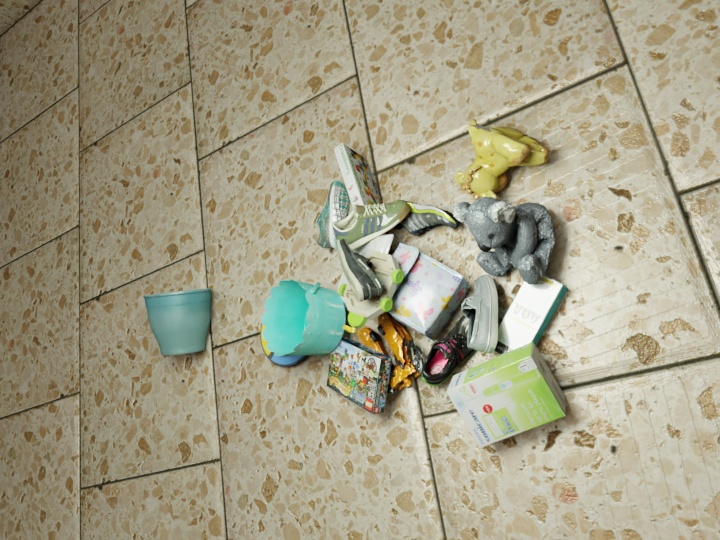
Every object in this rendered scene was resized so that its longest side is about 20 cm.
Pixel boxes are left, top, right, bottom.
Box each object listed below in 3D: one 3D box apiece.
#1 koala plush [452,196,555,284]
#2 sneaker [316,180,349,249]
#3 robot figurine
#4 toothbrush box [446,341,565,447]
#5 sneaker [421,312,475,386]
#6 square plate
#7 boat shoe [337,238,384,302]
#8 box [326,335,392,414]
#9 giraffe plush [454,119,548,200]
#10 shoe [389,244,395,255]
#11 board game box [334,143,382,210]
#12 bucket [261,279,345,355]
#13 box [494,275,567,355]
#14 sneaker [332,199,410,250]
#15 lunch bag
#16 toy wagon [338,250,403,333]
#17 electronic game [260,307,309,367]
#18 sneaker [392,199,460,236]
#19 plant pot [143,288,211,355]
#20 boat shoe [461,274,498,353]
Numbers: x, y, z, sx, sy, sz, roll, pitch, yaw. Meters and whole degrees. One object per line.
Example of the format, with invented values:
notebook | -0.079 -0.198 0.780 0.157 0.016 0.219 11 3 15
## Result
koala plush | 0.304 -0.095 1.267 0.177 0.200 0.184 14 79 60
sneaker | -0.086 -0.153 1.630 0.091 0.078 0.200 -5 74 35
robot figurine | 0.080 0.205 1.447 0.145 0.058 0.200 -41 60 19
toothbrush box | 0.309 0.264 1.240 0.200 0.086 0.146 -28 94 25
sneaker | 0.212 0.181 1.344 0.077 0.084 0.200 34 86 25
square plate | 0.000 0.000 1.485 0.198 0.028 0.200 3 72 65
boat shoe | -0.006 -0.006 1.348 0.068 0.072 0.200 -19 43 -9
box | -0.007 0.254 1.451 0.200 0.038 0.137 17 101 51
giraffe plush | 0.309 -0.243 1.360 0.173 0.200 0.162 -111 34 -57
shoe | 0.083 0.012 1.500 0.070 0.053 0.200 -15 74 8
board game box | 0.000 -0.231 1.559 0.035 0.126 0.200 -29 65 24
bucket | -0.144 0.124 1.496 0.207 0.135 0.207 -13 72 46
box | 0.370 0.105 1.292 0.082 0.049 0.200 31 96 34
sneaker | 0.019 -0.131 1.450 0.200 0.090 0.067 -32 32 12
lunch bag | 0.128 0.046 1.394 0.200 0.127 0.170 34 86 28
toy wagon | 0.016 0.053 1.362 0.155 0.040 0.200 16 83 44
electronic game | -0.203 0.171 1.644 0.200 0.042 0.200 -8 74 31
sneaker | 0.162 -0.123 1.473 0.200 0.074 0.081 17 94 41
plant pot | -0.548 0.157 1.786 0.200 0.200 0.188 -6 91 31
boat shoe | 0.265 0.089 1.312 0.071 0.070 0.201 10 53 -6
